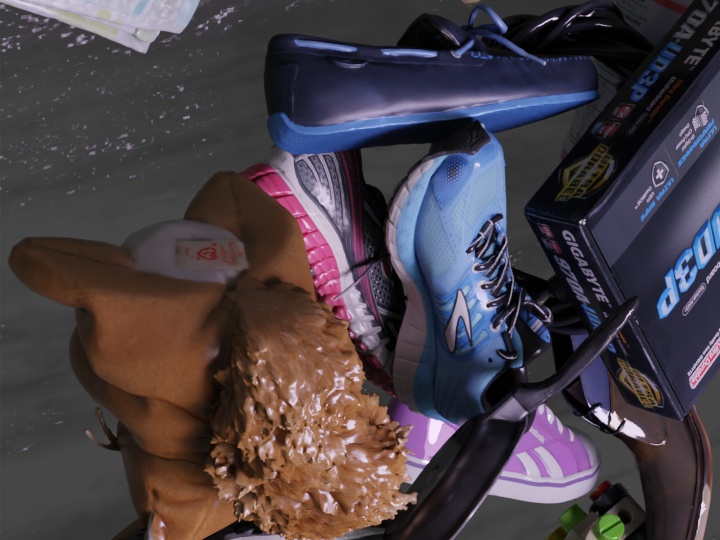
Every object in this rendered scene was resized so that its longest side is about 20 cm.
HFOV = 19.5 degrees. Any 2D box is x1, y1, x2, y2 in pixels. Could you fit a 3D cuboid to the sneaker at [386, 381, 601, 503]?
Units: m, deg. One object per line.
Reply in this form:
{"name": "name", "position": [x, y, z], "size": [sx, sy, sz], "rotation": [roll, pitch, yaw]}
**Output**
{"name": "sneaker", "position": [0.101, 0.085, 1.348], "size": [0.200, 0.073, 0.115], "rotation": [9, 105, -48]}

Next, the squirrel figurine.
{"name": "squirrel figurine", "position": [-0.071, 0.077, 1.077], "size": [0.141, 0.200, 0.187], "rotation": [-27, 135, -39]}

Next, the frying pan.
{"name": "frying pan", "position": [0.067, 0.093, 1.079], "size": [0.190, 0.031, 0.115], "rotation": [-51, -177, 34]}

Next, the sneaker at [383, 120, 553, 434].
{"name": "sneaker", "position": [0.071, 0.009, 1.128], "size": [0.078, 0.090, 0.201], "rotation": [-38, 140, -33]}

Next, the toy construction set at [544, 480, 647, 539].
{"name": "toy construction set", "position": [0.137, 0.215, 1.408], "size": [0.131, 0.092, 0.200], "rotation": [-36, 179, -23]}

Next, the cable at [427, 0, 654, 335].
{"name": "cable", "position": [0.120, -0.058, 1.218], "size": [0.051, 0.163, 0.201], "rotation": [-67, 176, -73]}

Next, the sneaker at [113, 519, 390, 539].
{"name": "sneaker", "position": [-0.070, 0.175, 1.166], "size": [0.199, 0.074, 0.080], "rotation": [-17, 102, -4]}

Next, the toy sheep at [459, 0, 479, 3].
{"name": "toy sheep", "position": [0.095, -0.211, 1.101], "size": [0.199, 0.138, 0.138], "rotation": [-11, 123, -34]}

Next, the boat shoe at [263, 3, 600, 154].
{"name": "boat shoe", "position": [0.043, -0.108, 1.120], "size": [0.199, 0.084, 0.069], "rotation": [-6, 80, -34]}

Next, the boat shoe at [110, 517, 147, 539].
{"name": "boat shoe", "position": [-0.075, 0.163, 1.228], "size": [0.200, 0.070, 0.071], "rotation": [-32, 139, -23]}

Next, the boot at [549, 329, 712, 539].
{"name": "boot", "position": [0.170, 0.099, 1.352], "size": [0.096, 0.075, 0.201], "rotation": [0, 83, -13]}

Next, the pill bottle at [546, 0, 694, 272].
{"name": "pill bottle", "position": [0.184, -0.085, 1.284], "size": [0.108, 0.109, 0.201], "rotation": [-1, 117, -44]}

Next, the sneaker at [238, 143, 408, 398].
{"name": "sneaker", "position": [0.000, 0.000, 1.185], "size": [0.075, 0.081, 0.200], "rotation": [-44, 138, -16]}

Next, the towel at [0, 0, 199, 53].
{"name": "towel", "position": [-0.115, -0.209, 0.959], "size": [0.171, 0.048, 0.201], "rotation": [13, 106, -48]}

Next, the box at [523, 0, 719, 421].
{"name": "box", "position": [0.190, -0.043, 1.174], "size": [0.200, 0.046, 0.159], "rotation": [-49, 130, -23]}
